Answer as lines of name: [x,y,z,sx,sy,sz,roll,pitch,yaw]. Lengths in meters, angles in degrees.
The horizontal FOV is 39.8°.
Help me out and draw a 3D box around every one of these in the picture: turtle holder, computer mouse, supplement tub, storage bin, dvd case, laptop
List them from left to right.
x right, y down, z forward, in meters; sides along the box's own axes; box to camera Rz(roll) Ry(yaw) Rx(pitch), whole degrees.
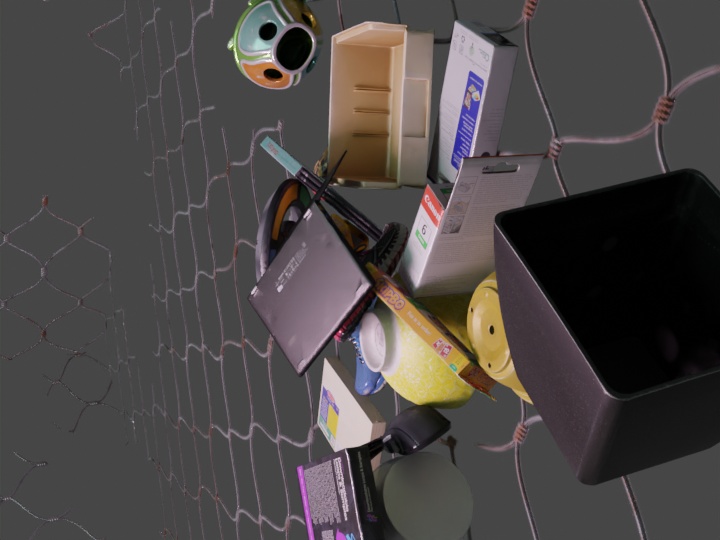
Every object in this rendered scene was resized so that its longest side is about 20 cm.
turtle holder: [-0.112,-0.374,1.593,0.141,0.185,0.132,60,169,-28]
laptop: [-0.047,-0.011,1.241,0.200,0.116,0.187,55,130,21]
dvd case: [-0.046,-0.109,1.421,0.022,0.200,0.146,-49,33,2]
storage bin: [0.025,-0.207,1.286,0.199,0.093,0.201,-152,64,-74]
computer mouse: [0.034,0.217,1.286,0.046,0.140,0.200,59,168,2]
supplement tub: [0.053,0.329,1.306,0.200,0.145,0.146,123,136,-55]

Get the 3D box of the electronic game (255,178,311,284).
electronic game: [-0.104,-0.032,1.438,0.200,0.041,0.201,5,-90,-75]

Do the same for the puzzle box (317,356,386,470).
puzzle box: [-0.018,0.244,1.599,0.200,0.025,0.134,-131,42,-54]

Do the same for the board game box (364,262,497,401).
board game box: [0.083,0.071,1.150,0.030,0.095,0.200,-46,58,7]

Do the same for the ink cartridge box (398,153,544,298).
ink cartridge box: [0.122,-0.060,1.123,0.050,0.108,0.201,-119,34,-42]

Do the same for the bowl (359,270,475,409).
bowl: [0.063,0.085,1.286,0.200,0.107,0.201,176,90,-66]

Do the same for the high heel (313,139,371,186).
high heel: [-0.019,-0.202,1.489,0.200,0.071,0.143,171,104,-68]

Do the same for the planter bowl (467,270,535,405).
planter bowl: [0.171,0.060,1.067,0.200,0.083,0.202,175,90,-67]

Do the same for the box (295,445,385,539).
box: [-0.027,0.307,1.262,0.200,0.036,0.144,140,122,-63]

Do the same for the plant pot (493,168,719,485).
plant pot: [0.226,0.061,0.825,0.178,0.199,0.200,94,157,-45]

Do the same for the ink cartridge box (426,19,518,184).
ink cartridge box: [0.129,-0.183,1.172,0.100,0.039,0.201,-127,40,-51]

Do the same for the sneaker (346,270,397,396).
sneaker: [0.001,0.087,1.449,0.079,0.089,0.201,-147,56,-62]

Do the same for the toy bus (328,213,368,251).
toy bus: [-0.033,-0.004,1.463,0.065,0.078,0.201,41,148,29]

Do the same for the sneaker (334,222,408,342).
sneaker: [0.000,0.000,1.320,0.074,0.200,0.081,32,143,7]
